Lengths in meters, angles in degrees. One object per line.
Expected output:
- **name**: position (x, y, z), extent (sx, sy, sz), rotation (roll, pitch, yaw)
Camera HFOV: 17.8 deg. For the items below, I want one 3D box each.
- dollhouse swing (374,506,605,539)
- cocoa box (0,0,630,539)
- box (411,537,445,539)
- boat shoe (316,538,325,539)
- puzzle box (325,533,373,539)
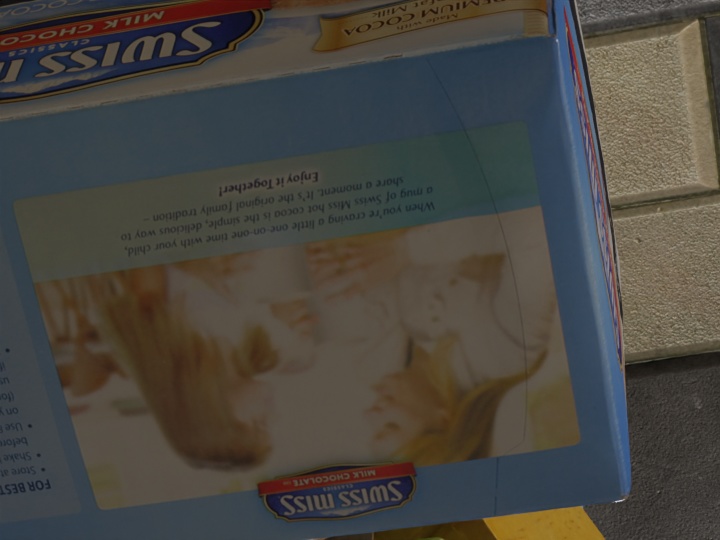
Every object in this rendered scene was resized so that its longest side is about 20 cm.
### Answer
- **dollhouse swing**: position (0.042, 0.188, 1.122), extent (0.200, 0.176, 0.181), rotation (54, 18, 17)
- **cocoa box**: position (-0.034, -0.013, 0.612), extent (0.131, 0.198, 0.134), rotation (-82, 162, -62)
- **box**: position (-0.007, 0.142, 0.939), extent (0.200, 0.121, 0.048), rotation (46, 36, -77)
- **boat shoe**: position (-0.023, 0.058, 0.833), extent (0.199, 0.072, 0.065), rotation (-30, 108, -36)
- **puzzle box**: position (0.000, 0.000, 0.959), extent (0.133, 0.025, 0.202), rotation (-86, 180, -74)
